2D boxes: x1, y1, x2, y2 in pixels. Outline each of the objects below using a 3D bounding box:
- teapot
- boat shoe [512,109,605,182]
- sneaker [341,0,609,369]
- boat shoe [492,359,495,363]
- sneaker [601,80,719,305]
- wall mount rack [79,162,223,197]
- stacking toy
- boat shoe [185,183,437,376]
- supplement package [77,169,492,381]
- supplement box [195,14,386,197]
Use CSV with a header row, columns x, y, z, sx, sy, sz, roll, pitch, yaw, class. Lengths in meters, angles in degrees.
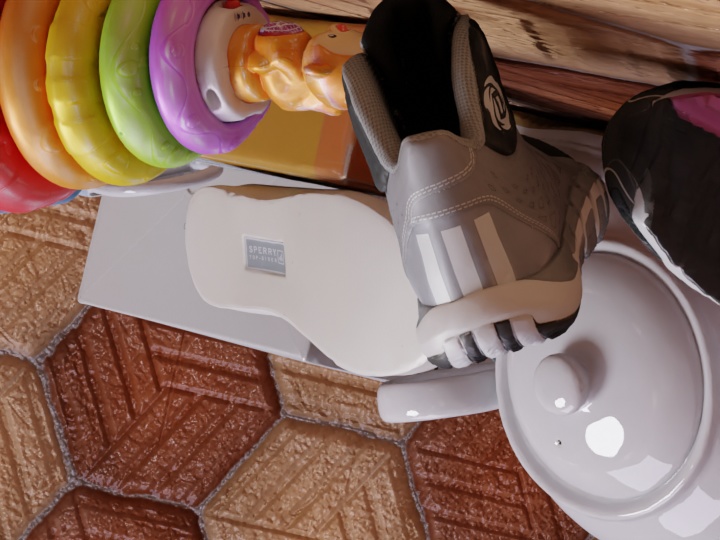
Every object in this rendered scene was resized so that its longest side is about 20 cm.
x,y,z,sx,sy,sz,roll,pitch,yaw,class
0.125,0.043,1.277,0.146,0.200,0.197,-7,-135,-44,teapot
0.103,-0.034,1.423,0.200,0.069,0.071,14,180,36,boat shoe
0.038,-0.050,1.043,0.075,0.116,0.200,-19,-165,6,sneaker
0.053,0.000,1.391,0.073,0.062,0.200,18,146,37,boat shoe
0.153,-0.025,1.141,0.200,0.080,0.086,22,-176,-44,sneaker
-0.158,-0.077,1.509,0.173,0.075,0.200,-12,-169,-26,wall mount rack
-0.074,-0.076,1.110,0.200,0.110,0.116,1,-172,32,stacking toy
0.000,0.000,1.211,0.068,0.072,0.200,-7,-174,-30,boat shoe
-0.010,-0.019,1.654,0.191,0.147,0.200,13,179,44,supplement package
-0.032,-0.072,1.265,0.069,0.067,0.200,12,-179,-37,supplement box
